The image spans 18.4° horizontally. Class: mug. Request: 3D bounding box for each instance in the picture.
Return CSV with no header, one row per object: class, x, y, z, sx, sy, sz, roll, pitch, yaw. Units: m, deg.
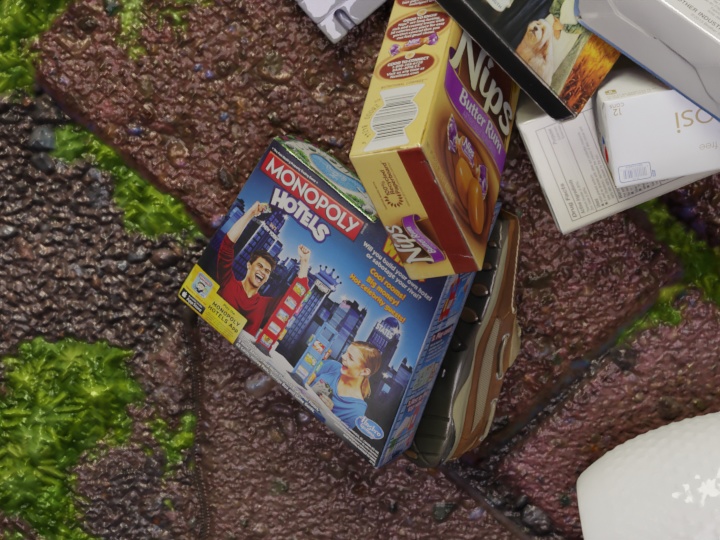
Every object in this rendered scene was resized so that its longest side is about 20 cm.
mug,0.261,0.198,1.678,0.174,0.148,0.200,-11,143,9

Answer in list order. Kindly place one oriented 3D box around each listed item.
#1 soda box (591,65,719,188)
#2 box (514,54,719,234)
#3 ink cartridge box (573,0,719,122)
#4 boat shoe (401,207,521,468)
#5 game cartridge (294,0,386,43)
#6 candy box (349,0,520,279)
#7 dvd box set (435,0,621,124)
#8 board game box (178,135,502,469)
soda box,0.258,-0.111,1.495,0.199,0.068,0.064,-10,111,2
box,0.214,-0.112,1.573,0.199,0.078,0.095,-21,111,7
ink cartridge box,0.255,-0.208,1.456,0.136,0.076,0.200,39,66,20
boat shoe,0.079,0.048,1.643,0.074,0.076,0.201,-2,115,-45
game cartridge,0.015,-0.267,1.530,0.200,0.038,0.130,-39,104,13
candy box,0.055,-0.107,1.490,0.056,0.201,0.117,-8,134,22
dvd box set,0.142,-0.220,1.491,0.146,0.029,0.200,44,67,-18
board game box,0.000,0.000,1.592,0.200,0.062,0.200,40,115,13
